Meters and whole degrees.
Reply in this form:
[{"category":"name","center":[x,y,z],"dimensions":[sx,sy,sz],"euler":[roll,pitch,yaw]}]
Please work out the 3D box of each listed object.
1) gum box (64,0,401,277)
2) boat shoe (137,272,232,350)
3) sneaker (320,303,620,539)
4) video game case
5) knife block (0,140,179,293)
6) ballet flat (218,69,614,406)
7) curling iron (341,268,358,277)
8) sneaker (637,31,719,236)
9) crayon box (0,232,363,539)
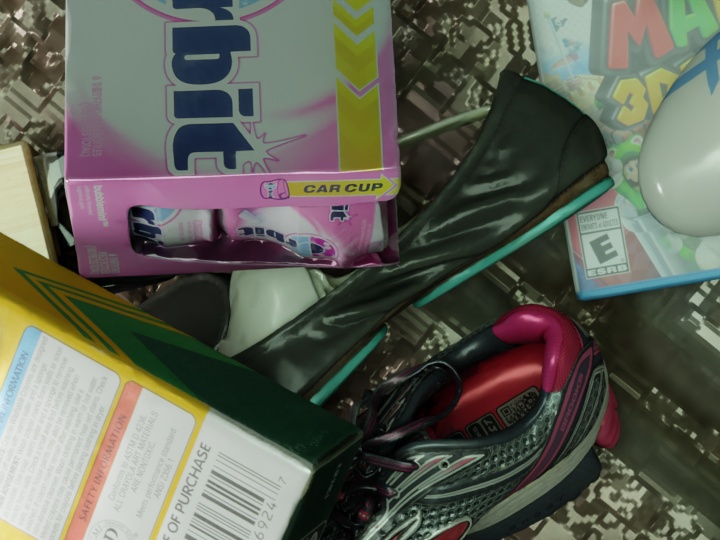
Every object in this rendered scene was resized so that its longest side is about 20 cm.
[{"category":"gum box","center":[-0.046,-0.091,1.047],"dimensions":[0.113,0.066,0.201],"euler":[-2,59,-1]},{"category":"boat shoe","center":[-0.115,0.070,1.118],"dimensions":[0.201,0.063,0.074],"euler":[-40,47,10]},{"category":"sneaker","center":[0.002,0.081,1.070],"dimensions":[0.200,0.075,0.081],"euler":[-39,62,-9]},{"category":"video game case","center":[0.134,-0.099,1.094],"dimensions":[0.142,0.018,0.201],"euler":[-9,90,12]},{"category":"knife block","center":[-0.143,-0.010,1.078],"dimensions":[0.175,0.200,0.064],"euler":[-16,88,41]},{"category":"ballet flat","center":[0.000,0.000,1.076],"dimensions":[0.200,0.068,0.068],"euler":[-39,90,-5]},{"category":"curling iron","center":[-0.062,0.077,1.133],"dimensions":[0.200,0.026,0.050],"euler":[-48,46,6]},{"category":"sneaker","center":[0.181,-0.079,1.040],"dimensions":[0.200,0.072,0.072],"euler":[-33,87,12]},{"category":"crayon box","center":[-0.113,0.068,1.019],"dimensions":[0.199,0.052,0.126],"euler":[28,110,14]}]
